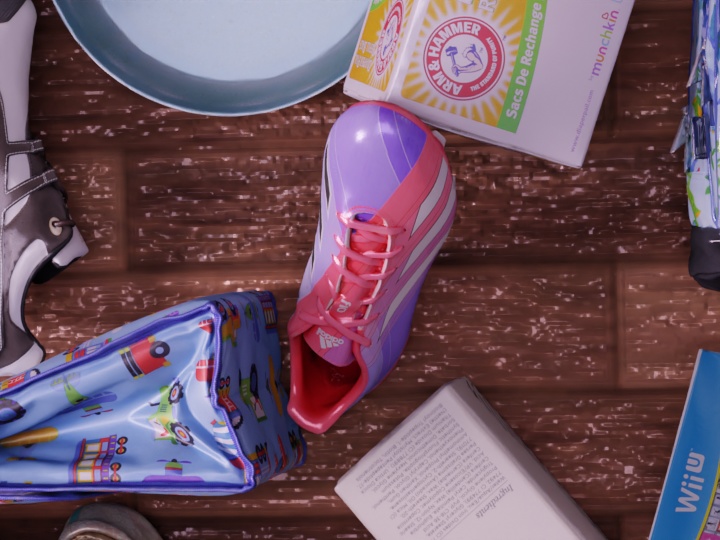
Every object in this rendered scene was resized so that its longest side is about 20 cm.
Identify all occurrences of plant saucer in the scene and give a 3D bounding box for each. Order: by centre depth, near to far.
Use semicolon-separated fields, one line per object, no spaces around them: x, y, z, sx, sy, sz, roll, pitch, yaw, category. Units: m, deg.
-0.064;-0.178;1.441;0.199;0.027;0.201;0;92;8;plant saucer

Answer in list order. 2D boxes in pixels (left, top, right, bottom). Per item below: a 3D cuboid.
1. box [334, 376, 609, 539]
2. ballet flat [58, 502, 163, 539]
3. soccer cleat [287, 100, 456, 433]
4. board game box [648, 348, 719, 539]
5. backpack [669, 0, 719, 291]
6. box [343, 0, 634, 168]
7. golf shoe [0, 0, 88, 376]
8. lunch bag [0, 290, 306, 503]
0.084;0.152;1.406;0.082;0.068;0.200;-41;86;8;box
-0.091;0.206;1.437;0.067;0.062;0.200;-38;86;8;ballet flat
0.000;0.000;1.359;0.066;0.200;0.077;23;55;7;soccer cleat
0.238;0.131;1.337;0.199;0.064;0.148;11;60;15;board game box
0.226;-0.097;1.354;0.162;0.154;0.201;-1;79;15;backpack
0.076;-0.160;1.366;0.101;0.112;0.201;17;95;-13;box
-0.177;-0.042;1.441;0.094;0.078;0.201;14;87;-7;golf shoe
-0.141;0.075;1.396;0.199;0.151;0.095;-12;89;9;lunch bag
